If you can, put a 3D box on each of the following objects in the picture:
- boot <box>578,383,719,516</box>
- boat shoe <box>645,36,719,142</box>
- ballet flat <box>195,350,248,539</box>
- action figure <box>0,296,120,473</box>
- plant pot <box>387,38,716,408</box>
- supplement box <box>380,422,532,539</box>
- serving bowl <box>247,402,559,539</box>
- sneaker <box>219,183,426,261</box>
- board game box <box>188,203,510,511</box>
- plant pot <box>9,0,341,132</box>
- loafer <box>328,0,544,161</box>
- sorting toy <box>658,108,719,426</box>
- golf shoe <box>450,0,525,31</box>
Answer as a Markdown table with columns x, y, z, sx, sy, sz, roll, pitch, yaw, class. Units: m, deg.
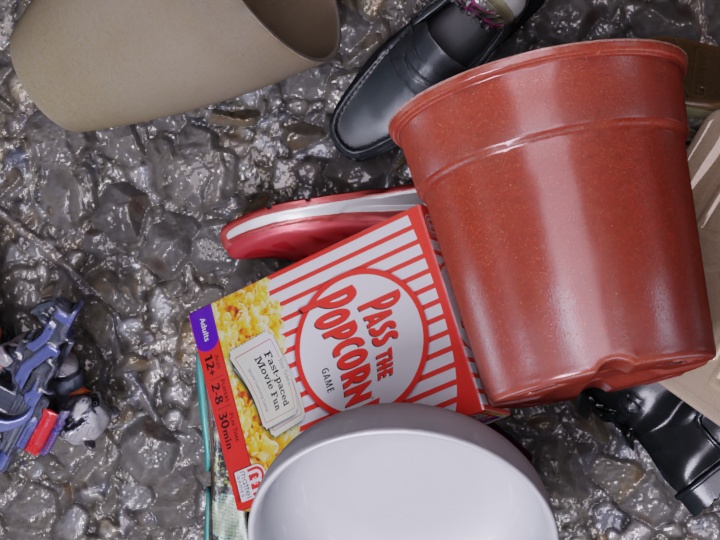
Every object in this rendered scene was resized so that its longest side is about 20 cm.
| x | y | z | sx | sy | sz | roll | pitch | yaw | class |
| --- | --- | --- | --- | --- | --- | --- | --- | --- | --- |
| 0.248 | 0.060 | 1.117 | 0.198 | 0.073 | 0.162 | -42 | 80 | 7 | boot |
| 0.282 | -0.113 | 1.109 | 0.200 | 0.063 | 0.073 | 18 | 65 | 6 | boat shoe |
| -0.089 | 0.153 | 1.178 | 0.074 | 0.074 | 0.200 | 1 | 98 | 9 | ballet flat |
| -0.259 | 0.055 | 1.179 | 0.193 | 0.105 | 0.200 | 42 | 123 | 0 | action figure |
| 0.135 | -0.021 | 1.006 | 0.201 | 0.201 | 0.195 | -14 | 79 | 9 | plant pot |
| 0.032 | 0.194 | 1.134 | 0.086 | 0.110 | 0.200 | 38 | 98 | 5 | supplement box |
| 0.029 | 0.156 | 1.017 | 0.200 | 0.066 | 0.200 | 3 | 128 | 3 | serving bowl |
| 0.000 | 0.000 | 1.146 | 0.200 | 0.078 | 0.116 | -9 | 90 | 10 | sneaker |
| -0.012 | 0.064 | 1.085 | 0.200 | 0.046 | 0.152 | -26 | 69 | 22 | board game box |
| -0.148 | -0.186 | 1.121 | 0.200 | 0.187 | 0.187 | -27 | 89 | 23 | plant pot |
| 0.053 | -0.158 | 1.132 | 0.201 | 0.070 | 0.068 | -42 | 86 | 9 | loafer |
| 0.272 | 0.014 | 1.035 | 0.200 | 0.036 | 0.185 | 36 | 101 | 33 | sorting toy |
| 0.071 | -0.249 | 1.085 | 0.092 | 0.073 | 0.200 | -35 | 53 | 9 | golf shoe |
